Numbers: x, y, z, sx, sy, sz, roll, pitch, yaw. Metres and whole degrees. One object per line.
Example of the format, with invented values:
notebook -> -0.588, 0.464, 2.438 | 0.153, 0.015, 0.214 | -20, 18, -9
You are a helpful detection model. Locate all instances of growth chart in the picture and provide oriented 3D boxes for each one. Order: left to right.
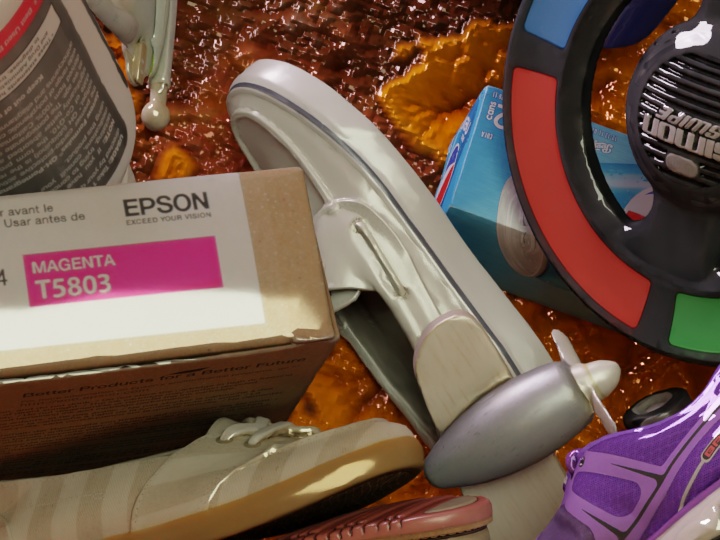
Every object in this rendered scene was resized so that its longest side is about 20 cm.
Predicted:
growth chart -> -0.118, -0.169, 1.009 | 0.018, 0.200, 0.145 | -8, 59, 20

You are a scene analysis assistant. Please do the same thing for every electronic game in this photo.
electronic game -> 0.140, -0.060, 0.944 | 0.042, 0.200, 0.200 | -13, 70, -51

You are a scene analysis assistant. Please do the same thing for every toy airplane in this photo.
toy airplane -> 0.096, 0.129, 0.955 | 0.200, 0.141, 0.199 | 16, 87, -20

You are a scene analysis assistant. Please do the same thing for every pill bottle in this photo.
pill bottle -> -0.152, -0.071, 0.939 | 0.111, 0.200, 0.111 | -5, 61, 10

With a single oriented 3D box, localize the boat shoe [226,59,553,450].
boat shoe -> 0.000, 0.000, 1.026 | 0.066, 0.072, 0.200 | -37, 89, -26

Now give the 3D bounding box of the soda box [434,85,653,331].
soda box -> 0.132, -0.010, 1.055 | 0.200, 0.068, 0.064 | 19, 67, -5

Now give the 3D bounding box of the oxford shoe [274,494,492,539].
oxford shoe -> -0.024, 0.141, 0.923 | 0.070, 0.200, 0.075 | -9, 75, -56

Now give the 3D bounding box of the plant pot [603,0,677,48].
plant pot -> 0.112, -0.223, 1.066 | 0.200, 0.200, 0.180 | 36, 74, 2

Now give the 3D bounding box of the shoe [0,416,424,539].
shoe -> -0.073, 0.085, 0.936 | 0.200, 0.070, 0.053 | -18, 80, 16

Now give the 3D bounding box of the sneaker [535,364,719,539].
sneaker -> 0.091, 0.107, 0.873 | 0.081, 0.200, 0.083 | 27, 31, -43

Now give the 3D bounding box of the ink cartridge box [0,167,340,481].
ink cartridge box -> -0.123, 0.029, 0.935 | 0.200, 0.165, 0.075 | -6, 72, -14
